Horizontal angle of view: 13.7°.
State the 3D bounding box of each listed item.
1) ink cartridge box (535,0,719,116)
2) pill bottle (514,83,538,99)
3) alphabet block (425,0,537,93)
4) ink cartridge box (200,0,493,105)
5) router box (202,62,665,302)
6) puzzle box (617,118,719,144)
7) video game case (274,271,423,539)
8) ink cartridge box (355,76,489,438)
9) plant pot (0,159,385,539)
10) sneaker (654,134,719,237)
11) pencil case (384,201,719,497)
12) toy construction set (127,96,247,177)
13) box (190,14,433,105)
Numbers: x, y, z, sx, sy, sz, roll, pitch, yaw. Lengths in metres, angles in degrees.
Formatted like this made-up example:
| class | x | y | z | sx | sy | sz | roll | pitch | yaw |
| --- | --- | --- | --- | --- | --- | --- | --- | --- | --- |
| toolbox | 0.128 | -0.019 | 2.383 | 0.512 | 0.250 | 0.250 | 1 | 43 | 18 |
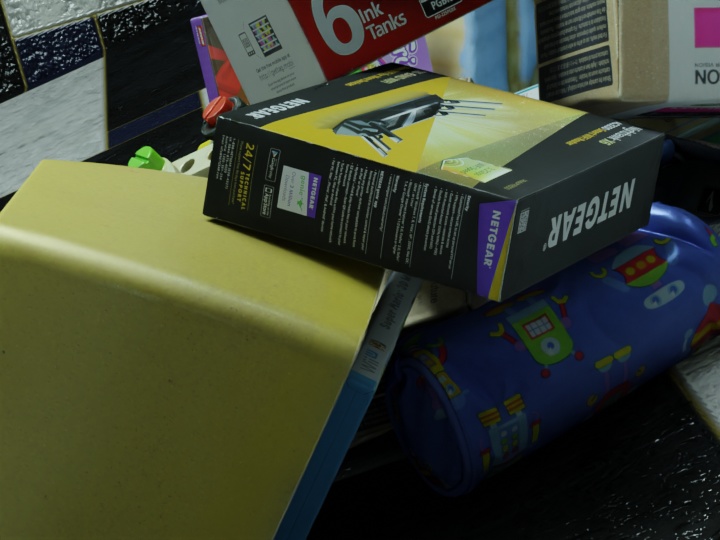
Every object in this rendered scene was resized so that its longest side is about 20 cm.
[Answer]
| class | x | y | z | sx | sy | sz | roll | pitch | yaw |
| --- | --- | --- | --- | --- | --- | --- | --- | --- | --- |
| ink cartridge box | 0.209 | -0.122 | 1.594 | 0.200 | 0.075 | 0.165 | -1 | 0 | -10 |
| pill bottle | 0.137 | -0.065 | 1.795 | 0.200 | 0.111 | 0.111 | -21 | 13 | 14 |
| alphabet block | 0.090 | -0.171 | 1.986 | 0.195 | 0.196 | 0.200 | 3 | -4 | -34 |
| ink cartridge box | -0.001 | -0.205 | 1.589 | 0.200 | 0.176 | 0.084 | -30 | 5 | -31 |
| router box | 0.040 | -0.048 | 1.455 | 0.157 | 0.052 | 0.200 | 16 | 18 | 21 |
| puzzle box | 0.236 | -0.100 | 1.710 | 0.200 | 0.133 | 0.025 | -26 | 8 | -4 |
| video game case | -0.012 | 0.081 | 1.492 | 0.200 | 0.018 | 0.143 | -64 | 0 | -69 |
| ink cartridge box | 0.000 | 0.000 | 1.682 | 0.165 | 0.075 | 0.200 | -17 | 39 | 17 |
| plant pot | -0.109 | 0.055 | 1.422 | 0.200 | 0.176 | 0.200 | -71 | 5 | -72 |
| sneaker | 0.156 | -0.045 | 1.620 | 0.200 | 0.085 | 0.077 | 0 | 69 | 37 |
| pencil case | 0.101 | 0.034 | 1.515 | 0.200 | 0.087 | 0.078 | -30 | -11 | -25 |
| toy construction set | -0.051 | -0.042 | 1.626 | 0.200 | 0.092 | 0.131 | -11 | 41 | 25 |
| box | -0.016 | -0.075 | 1.852 | 0.137 | 0.200 | 0.039 | -15 | 6 | -13 |
